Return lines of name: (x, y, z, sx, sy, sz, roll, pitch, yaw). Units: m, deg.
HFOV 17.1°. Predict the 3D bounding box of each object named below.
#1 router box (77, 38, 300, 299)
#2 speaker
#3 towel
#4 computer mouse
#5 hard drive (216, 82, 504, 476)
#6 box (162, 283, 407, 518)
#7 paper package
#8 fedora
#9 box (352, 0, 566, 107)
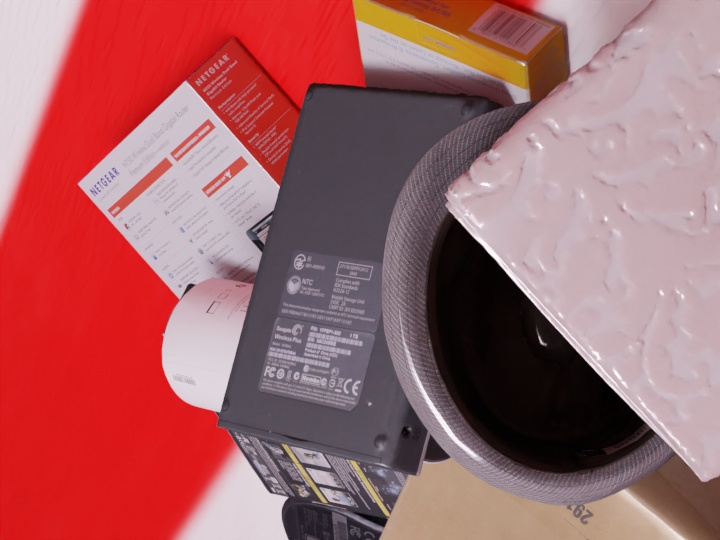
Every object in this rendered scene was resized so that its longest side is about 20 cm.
router box: (-0.075, -0.034, 1.542, 0.180, 0.049, 0.200, 49, 149, -6)
speaker: (-0.022, 0.055, 1.377, 0.199, 0.081, 0.082, 9, 134, 45)
towel: (0.173, -0.033, 1.138, 0.191, 0.200, 0.032, 47, -173, -6)
computer mouse: (0.043, 0.215, 1.702, 0.199, 0.046, 0.141, 12, 133, 26)
hard drive: (0.000, 0.000, 1.295, 0.139, 0.202, 0.033, 9, 172, 45)
box: (-0.019, 0.092, 1.554, 0.160, 0.049, 0.200, 10, 149, 29)
paper package: (0.131, 0.153, 1.404, 0.200, 0.103, 0.191, 39, 129, 20)
fedora: (0.098, 0.013, 1.208, 0.090, 0.176, 0.202, -112, 6, -85)
box: (0.062, -0.070, 1.348, 0.119, 0.041, 0.201, 26, 146, 29)
